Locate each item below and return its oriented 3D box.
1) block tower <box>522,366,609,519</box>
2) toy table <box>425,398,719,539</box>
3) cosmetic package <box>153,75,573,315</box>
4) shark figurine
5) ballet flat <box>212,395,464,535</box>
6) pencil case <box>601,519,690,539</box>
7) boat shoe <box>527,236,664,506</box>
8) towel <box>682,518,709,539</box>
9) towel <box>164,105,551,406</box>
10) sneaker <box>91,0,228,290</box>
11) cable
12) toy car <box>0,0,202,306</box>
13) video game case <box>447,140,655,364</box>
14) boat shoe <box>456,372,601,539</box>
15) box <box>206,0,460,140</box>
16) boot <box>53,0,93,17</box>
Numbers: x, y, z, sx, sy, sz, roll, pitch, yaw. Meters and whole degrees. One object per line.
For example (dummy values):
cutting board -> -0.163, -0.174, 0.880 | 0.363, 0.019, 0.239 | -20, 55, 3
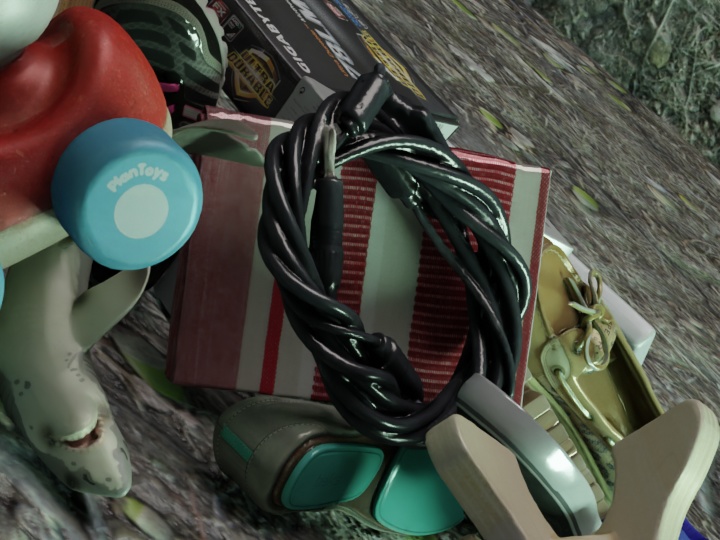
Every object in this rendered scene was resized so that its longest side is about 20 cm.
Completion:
block tower -> 0.067, 0.070, 1.274 | 0.200, 0.058, 0.054 | 60, -11, -12
toy table -> 0.101, 0.150, 1.080 | 0.200, 0.183, 0.117 | 51, 18, -45
cosmetic package -> 0.004, -0.001, 1.316 | 0.200, 0.151, 0.052 | 26, 17, -37
shark figurine -> -0.128, 0.010, 1.073 | 0.128, 0.215, 0.090 | 13, -32, 13
ballet flat -> -0.005, 0.094, 1.185 | 0.064, 0.068, 0.200 | 34, 10, 31
pencil case -> 0.200, 0.211, 1.291 | 0.200, 0.078, 0.087 | 41, 21, 8
boat shoe -> 0.136, 0.056, 1.325 | 0.200, 0.062, 0.073 | 59, 46, -33
towel -> 0.171, 0.164, 1.423 | 0.200, 0.050, 0.148 | 43, 14, 15
towel -> 0.000, 0.000, 1.210 | 0.199, 0.145, 0.023 | 8, -1, -20
sneaker -> -0.115, -0.066, 1.208 | 0.073, 0.200, 0.088 | 10, 44, 2
cable -> 0.023, 0.006, 1.147 | 0.200, 0.051, 0.163 | 62, 37, -22
toy car -> -0.185, -0.101, 0.985 | 0.184, 0.176, 0.201 | 45, -25, 56
video game case -> 0.097, 0.022, 1.508 | 0.200, 0.023, 0.182 | 44, -26, 18
boat shoe -> 0.083, 0.124, 1.175 | 0.069, 0.057, 0.200 | 38, -13, 36
box -> -0.053, -0.152, 1.394 | 0.200, 0.050, 0.198 | 50, 17, 22
boot -> -0.164, -0.076, 1.260 | 0.167, 0.072, 0.201 | 64, 33, -53
